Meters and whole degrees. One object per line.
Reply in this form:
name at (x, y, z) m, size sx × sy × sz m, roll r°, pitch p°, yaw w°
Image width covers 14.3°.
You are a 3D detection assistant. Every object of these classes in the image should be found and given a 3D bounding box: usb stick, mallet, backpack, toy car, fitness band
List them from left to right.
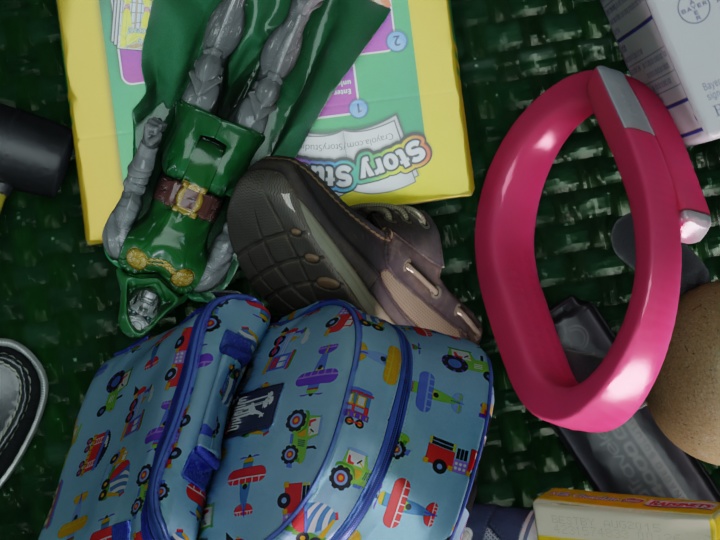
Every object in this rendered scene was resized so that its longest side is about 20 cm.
mallet at (-0.193, 0.011, 1.464) m, size 0.066 × 0.041 × 0.200 m, roll 9°, pitch 76°, yaw -4°
backpack at (-0.037, 0.095, 1.349) m, size 0.134 × 0.200 × 0.183 m, roll 35°, pitch 55°, yaw -25°
fitness band at (0.111, -0.013, 1.414) m, size 0.037 × 0.200 × 0.144 m, roll 13°, pitch 128°, yaw -25°
usb stick at (0.148, 0.106, 1.489) m, size 0.055 × 0.033 × 0.200 m, roll -34°, pitch 90°, yaw 7°
toy car at (0.196, 0.059, 1.441) m, size 0.200 × 0.158 × 0.164 m, roll 26°, pitch 80°, yaw 13°

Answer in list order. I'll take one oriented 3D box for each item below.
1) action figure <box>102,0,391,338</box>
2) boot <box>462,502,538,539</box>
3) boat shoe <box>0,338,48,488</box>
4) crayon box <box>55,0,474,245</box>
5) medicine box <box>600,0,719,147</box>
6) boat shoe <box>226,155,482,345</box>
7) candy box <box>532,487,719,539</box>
action figure at (-0.075, -0.058, 1.423) m, size 0.118 × 0.055 × 0.200 m, roll 21°, pitch 98°, yaw -4°
boot at (0.051, 0.216, 1.480) m, size 0.090 × 0.073 × 0.200 m, roll 10°, pitch 92°, yaw 19°
boat shoe at (-0.240, 0.115, 1.475) m, size 0.076 × 0.060 × 0.200 m, roll 42°, pitch 91°, yaw 0°
crayon box at (-0.051, -0.110, 1.474) m, size 0.200 × 0.058 × 0.173 m, roll -7°, pitch 94°, yaw 1°
medicine box at (0.167, -0.168, 1.411) m, size 0.103 × 0.182 × 0.200 m, roll -22°, pitch 91°, yaw 0°
boat shoe at (0.000, 0.000, 1.435) m, size 0.074 × 0.200 × 0.073 m, roll 12°, pitch 61°, yaw 36°
candy box at (0.144, 0.208, 1.418) m, size 0.102 × 0.026 × 0.200 m, roll 3°, pitch 107°, yaw 37°
